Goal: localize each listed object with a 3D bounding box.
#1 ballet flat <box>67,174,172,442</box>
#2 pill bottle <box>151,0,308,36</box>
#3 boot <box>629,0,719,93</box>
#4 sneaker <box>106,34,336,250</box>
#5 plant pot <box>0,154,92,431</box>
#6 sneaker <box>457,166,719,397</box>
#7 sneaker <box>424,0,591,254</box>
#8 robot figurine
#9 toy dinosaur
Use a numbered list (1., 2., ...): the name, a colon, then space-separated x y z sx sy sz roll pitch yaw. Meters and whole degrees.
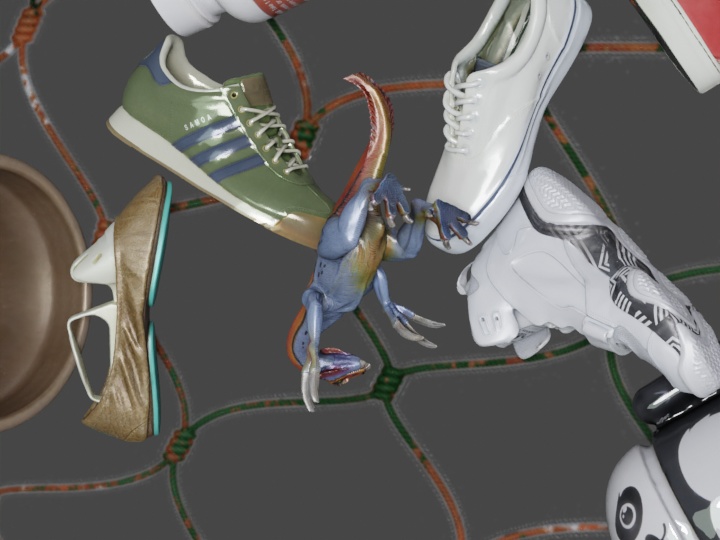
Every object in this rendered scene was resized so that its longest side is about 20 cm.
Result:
1. ballet flat: -0.180 0.028 1.037 0.072 0.068 0.201 3 99 -7
2. pill bottle: -0.053 -0.241 0.971 0.199 0.112 0.113 -23 87 14
3. boot: 0.221 -0.230 0.893 0.144 0.072 0.200 -38 116 12
4. sneaker: -0.085 -0.098 1.008 0.200 0.067 0.090 31 104 14
5. plant pot: -0.326 0.015 1.030 0.174 0.200 0.201 1 93 33
6. sneaker: 0.147 0.032 0.934 0.115 0.075 0.200 -48 57 17
7. sneaker: 0.083 -0.111 0.953 0.073 0.071 0.201 24 91 52
8. robot figurine: 0.254 0.137 0.899 0.200 0.150 0.125 -32 122 13
9. toy dinosaur: 0.000 0.000 0.971 0.181 0.105 0.201 -37 54 48
